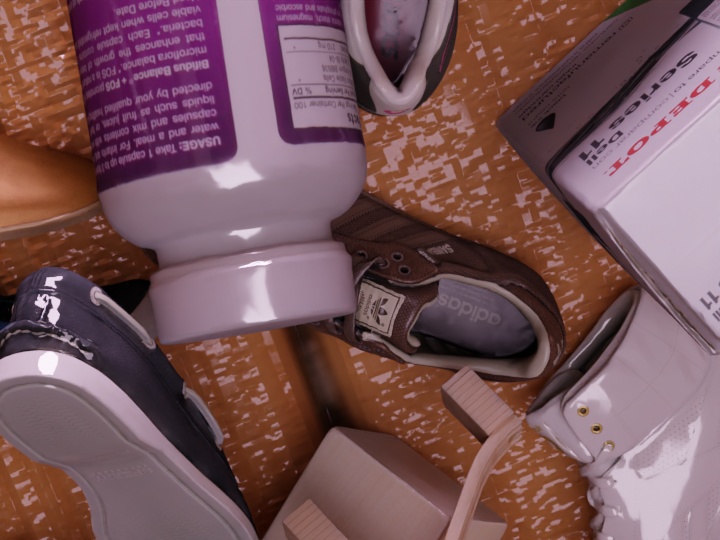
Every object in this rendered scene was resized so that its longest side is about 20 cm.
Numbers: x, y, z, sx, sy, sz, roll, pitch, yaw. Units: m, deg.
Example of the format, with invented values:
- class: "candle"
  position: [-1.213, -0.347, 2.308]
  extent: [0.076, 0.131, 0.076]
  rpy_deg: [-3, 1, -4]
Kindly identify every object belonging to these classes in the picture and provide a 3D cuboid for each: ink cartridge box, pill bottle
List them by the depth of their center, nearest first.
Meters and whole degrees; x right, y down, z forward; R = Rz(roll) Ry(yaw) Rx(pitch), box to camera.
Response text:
- class: "pill bottle"
  position: [-0.058, -0.074, 0.857]
  extent: [0.112, 0.112, 0.200]
  rpy_deg: [-9, 87, -6]
- class: "ink cartridge box"
  position: [0.150, -0.064, 0.869]
  extent: [0.147, 0.200, 0.083]
  rpy_deg: [-42, 106, 4]

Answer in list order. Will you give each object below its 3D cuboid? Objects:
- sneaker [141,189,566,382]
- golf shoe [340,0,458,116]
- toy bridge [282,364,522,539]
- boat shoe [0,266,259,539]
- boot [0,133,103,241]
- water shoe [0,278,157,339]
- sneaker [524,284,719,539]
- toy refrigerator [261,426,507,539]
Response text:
- class: "sneaker"
  position: [0.000, 0.000, 0.929]
  extent: [0.200, 0.076, 0.070]
  rpy_deg: [14, 102, -12]
- class: "golf shoe"
  position: [0.019, -0.164, 0.885]
  extent: [0.077, 0.088, 0.200]
  rpy_deg: [-3, 103, -6]
- class: "toy bridge"
  position: [-0.006, 0.127, 0.881]
  extent: [0.200, 0.027, 0.067]
  rpy_deg: [-39, 68, -15]
- class: "boat shoe"
  position: [-0.090, 0.073, 0.883]
  extent: [0.076, 0.060, 0.200]
  rpy_deg: [-5, 143, 17]
- class: "boot"
  position: [-0.205, -0.086, 0.879]
  extent: [0.201, 0.071, 0.144]
  rpy_deg: [-1, 107, -3]
- class: "water shoe"
  position: [-0.183, 0.032, 0.914]
  extent: [0.200, 0.072, 0.079]
  rpy_deg: [-22, 104, -3]
- class: "sneaker"
  position: [0.117, 0.106, 0.976]
  extent: [0.116, 0.074, 0.200]
  rpy_deg: [26, 87, -12]
- class: "toy refrigerator"
  position: [-0.022, 0.177, 0.963]
  extent: [0.076, 0.070, 0.200]
  rpy_deg: [35, 100, 29]
